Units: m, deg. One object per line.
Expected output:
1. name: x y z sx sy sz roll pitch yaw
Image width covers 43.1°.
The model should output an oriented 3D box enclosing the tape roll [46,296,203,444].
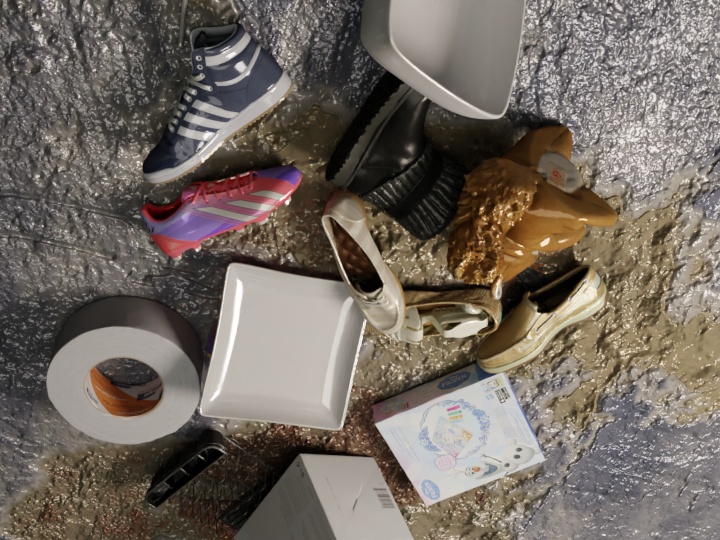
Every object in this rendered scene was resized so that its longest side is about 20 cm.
1. tape roll: -0.309 0.135 1.207 0.197 0.066 0.203 -3 124 -4

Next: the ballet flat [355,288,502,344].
1. ballet flat: 0.092 0.063 1.201 0.197 0.066 0.071 -9 125 0

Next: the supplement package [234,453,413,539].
1. supplement package: -0.057 0.393 1.333 0.149 0.153 0.201 13 125 -41

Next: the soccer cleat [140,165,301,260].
1. soccer cleat: -0.165 -0.082 1.079 0.198 0.067 0.077 -25 119 14

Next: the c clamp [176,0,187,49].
1. c clamp: -0.259 -0.329 0.920 0.197 0.027 0.172 13 121 -13

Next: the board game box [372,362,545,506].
1. board game box: 0.146 0.239 1.339 0.197 0.044 0.201 -24 124 9

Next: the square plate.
1. square plate: -0.096 0.100 1.178 0.197 0.028 0.201 10 98 -21

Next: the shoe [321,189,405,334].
1. shoe: 0.000 0.000 1.132 0.069 0.054 0.202 -13 114 25

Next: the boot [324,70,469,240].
1. boot: 0.073 -0.146 1.049 0.157 0.080 0.212 27 122 -19

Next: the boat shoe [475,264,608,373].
1. boat shoe: 0.229 0.057 1.207 0.199 0.072 0.076 -38 134 6

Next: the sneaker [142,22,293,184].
1. sneaker: -0.182 -0.187 0.998 0.199 0.070 0.109 -34 126 8

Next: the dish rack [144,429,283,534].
1. dish rack: -0.200 0.329 1.357 0.153 0.055 0.200 -38 120 19

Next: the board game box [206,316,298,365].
1. board game box: -0.111 0.123 1.234 0.199 0.039 0.158 32 115 -23

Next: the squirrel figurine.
1. squirrel figurine: 0.170 -0.053 1.081 0.198 0.143 0.187 -11 152 -35

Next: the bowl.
1. bowl: 0.078 -0.264 0.911 0.199 0.203 0.074 22 164 -41
